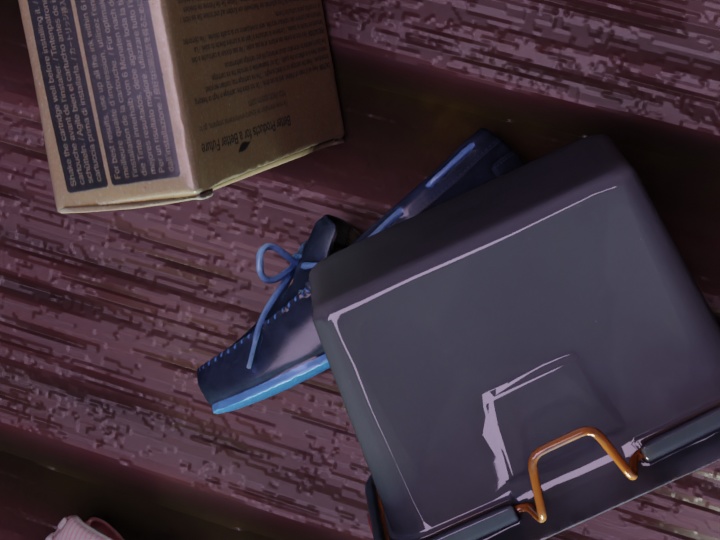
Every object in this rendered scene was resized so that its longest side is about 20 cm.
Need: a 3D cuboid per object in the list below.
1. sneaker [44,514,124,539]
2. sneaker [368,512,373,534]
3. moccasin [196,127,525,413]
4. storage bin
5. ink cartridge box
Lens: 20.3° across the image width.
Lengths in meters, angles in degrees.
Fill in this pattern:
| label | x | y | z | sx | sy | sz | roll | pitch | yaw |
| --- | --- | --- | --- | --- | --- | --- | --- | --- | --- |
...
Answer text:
| label | x | y | z | sx | sy | sz | roll | pitch | yaw |
| --- | --- | --- | --- | --- | --- | --- | --- | --- | --- |
| sneaker | -0.175 | 0.188 | 1.100 | 0.199 | 0.075 | 0.105 | -4 | 60 | 41 |
| sneaker | 0.067 | 0.194 | 1.017 | 0.200 | 0.071 | 0.098 | 45 | 108 | 3 |
| moccasin | 0.000 | 0.000 | 1.007 | 0.199 | 0.080 | 0.068 | -32 | 86 | 6 |
| storage bin | 0.072 | 0.036 | 0.913 | 0.199 | 0.146 | 0.135 | -25 | 106 | 5 |
| ink cartridge box | -0.083 | -0.124 | 0.934 | 0.075 | 0.200 | 0.166 | -6 | 98 | 19 |
